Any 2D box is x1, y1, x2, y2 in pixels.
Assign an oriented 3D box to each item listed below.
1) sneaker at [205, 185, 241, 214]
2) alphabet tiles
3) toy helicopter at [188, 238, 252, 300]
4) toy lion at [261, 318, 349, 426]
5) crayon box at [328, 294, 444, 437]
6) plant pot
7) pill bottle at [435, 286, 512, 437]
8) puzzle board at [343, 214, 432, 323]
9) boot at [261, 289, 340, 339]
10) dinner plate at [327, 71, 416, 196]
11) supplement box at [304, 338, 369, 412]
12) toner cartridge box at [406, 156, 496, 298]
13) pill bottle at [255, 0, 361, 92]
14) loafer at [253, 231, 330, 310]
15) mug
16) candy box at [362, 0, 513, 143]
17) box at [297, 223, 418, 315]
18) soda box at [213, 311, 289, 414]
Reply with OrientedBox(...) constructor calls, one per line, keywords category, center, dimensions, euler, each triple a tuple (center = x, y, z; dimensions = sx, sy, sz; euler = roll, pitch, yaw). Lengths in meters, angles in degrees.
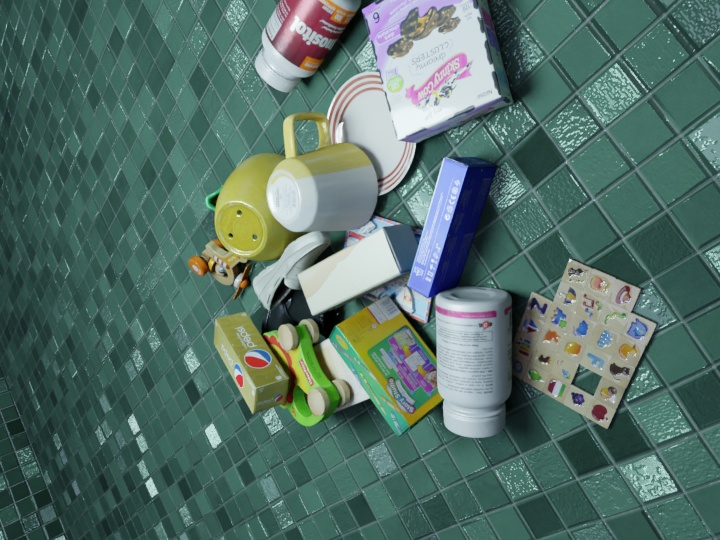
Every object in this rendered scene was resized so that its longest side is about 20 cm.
OrientedBox(category="sneaker", center=(-0.242, -0.141, 1.119), dimensions=(0.197, 0.083, 0.076), euler=(-5, 96, 39))
OrientedBox(category="alphabet tiles", center=(0.306, 0.095, 0.772), dimensions=(0.166, 0.007, 0.204), euler=(28, 116, 32))
OrientedBox(category="toy helicopter", center=(-0.277, -0.012, 1.173), dimensions=(0.133, 0.079, 0.199), euler=(51, 145, -11))
OrientedBox(category="toy lion", center=(-0.125, 0.197, 1.020), dimensions=(0.192, 0.068, 0.202), euler=(-48, 64, 42))
OrientedBox(category="crayon box", center=(0.053, 0.153, 0.907), dimensions=(0.201, 0.118, 0.059), euler=(52, 148, 16))
OrientedBox(category="plant pot", center=(-0.187, -0.098, 1.002), dimensions=(0.196, 0.142, 0.204), euler=(7, 115, 15))
OrientedBox(category="pill bottle", center=(0.170, 0.134, 0.822), dimensions=(0.112, 0.112, 0.205), euler=(5, 102, 38))
OrientedBox(category="puzzle board", center=(0.045, -0.011, 0.956), dimensions=(0.198, 0.017, 0.154), euler=(21, 112, 35))
OrientedBox(category="boot", center=(-0.114, 0.093, 1.072), dimensions=(0.160, 0.073, 0.203), euler=(15, 104, 37))
OrientedBox(category="dinner plate", center=(0.017, -0.228, 0.929), dimensions=(0.197, 0.024, 0.205), euler=(9, 104, 37))
OrientedBox(category="supplement box", center=(-0.039, 0.192, 1.028), dimensions=(0.199, 0.073, 0.128), euler=(-30, 77, 39))
OrientedBox(category="toner cartridge box", center=(0.136, -0.065, 0.820), dimensions=(0.043, 0.094, 0.204), euler=(28, 115, 31))
OrientedBox(category="pill bottle", center=(-0.096, -0.407, 0.926), dimensions=(0.200, 0.112, 0.114), euler=(-44, 72, 37))
OrientedBox(category="loafer", center=(-0.120, 0.000, 0.999), dimensions=(0.199, 0.069, 0.071), euler=(-40, 70, 33))
OrientedBox(category="mug", center=(-0.083, -0.146, 0.916), dimensions=(0.188, 0.152, 0.150), euler=(56, 131, 14))
OrientedBox(category="candy box", center=(0.110, -0.310, 0.790), dimensions=(0.165, 0.071, 0.204), euler=(-16, 89, 31))
OrientedBox(category="box", center=(0.000, 0.000, 0.916), dimensions=(0.198, 0.094, 0.079), euler=(-27, 83, 33))
OrientedBox(category="soda box", center=(-0.208, 0.166, 1.022), dimensions=(0.200, 0.067, 0.065), euler=(45, 134, 41))
